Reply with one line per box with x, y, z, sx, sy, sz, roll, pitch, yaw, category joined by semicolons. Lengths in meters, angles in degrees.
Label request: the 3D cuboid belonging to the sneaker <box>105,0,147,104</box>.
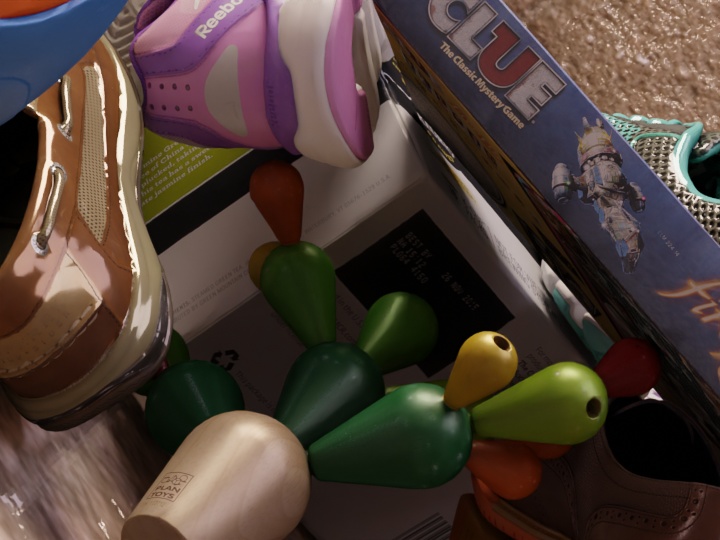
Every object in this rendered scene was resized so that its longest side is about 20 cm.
-0.079;-0.132;1.108;0.075;0.200;0.085;30;0;3;sneaker

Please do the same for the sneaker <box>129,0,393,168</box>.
-0.034;-0.095;1.032;0.200;0.088;0.081;-73;154;-65;sneaker

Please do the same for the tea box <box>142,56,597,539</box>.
0.000;0.000;1.176;0.200;0.133;0.197;49;13;-37;tea box

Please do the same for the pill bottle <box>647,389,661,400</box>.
0.105;0.095;1.277;0.200;0.112;0.111;28;-5;28;pill bottle

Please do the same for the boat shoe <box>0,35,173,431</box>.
-0.114;-0.039;0.927;0.074;0.076;0.200;43;15;-41;boat shoe

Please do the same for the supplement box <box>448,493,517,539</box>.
0.072;0.143;1.008;0.066;0.069;0.200;13;11;-9;supplement box

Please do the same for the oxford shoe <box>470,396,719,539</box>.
0.093;0.073;1.016;0.071;0.073;0.200;12;13;-19;oxford shoe

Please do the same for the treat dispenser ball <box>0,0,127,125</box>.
-0.139;-0.121;0.688;0.201;0.201;0.201;54;10;-14;treat dispenser ball

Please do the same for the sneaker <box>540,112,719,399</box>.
0.112;-0.030;1.152;0.078;0.091;0.200;51;11;-34;sneaker

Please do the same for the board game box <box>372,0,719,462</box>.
0.086;-0.012;0.994;0.200;0.035;0.136;50;-2;14;board game box

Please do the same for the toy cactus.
-0.017;0.044;0.950;0.165;0.200;0.103;-42;137;-46;toy cactus
